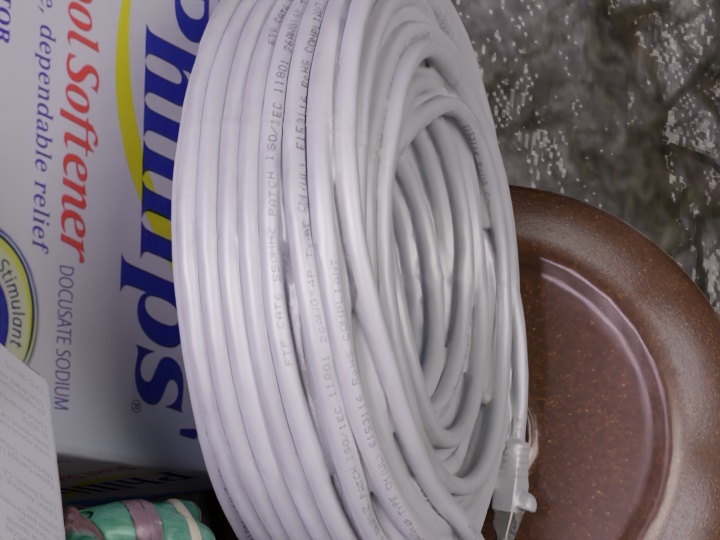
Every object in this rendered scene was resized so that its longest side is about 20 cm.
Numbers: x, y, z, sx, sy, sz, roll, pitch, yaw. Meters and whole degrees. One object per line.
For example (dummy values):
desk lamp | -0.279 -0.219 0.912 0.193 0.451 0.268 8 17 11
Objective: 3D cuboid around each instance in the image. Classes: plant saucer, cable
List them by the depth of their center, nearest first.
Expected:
cable | 0.000 0.000 0.866 0.200 0.069 0.202 41 47 -65
plant saucer | 0.042 0.061 0.966 0.199 0.037 0.202 -1 75 5

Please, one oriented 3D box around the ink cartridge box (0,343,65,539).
ink cartridge box | -0.149 0.140 0.703 0.043 0.198 0.201 35 22 -27

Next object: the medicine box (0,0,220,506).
medicine box | -0.125 -0.027 0.869 0.199 0.103 0.184 12 74 -44

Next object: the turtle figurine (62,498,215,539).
turtle figurine | -0.097 0.119 0.794 0.101 0.199 0.150 48 55 -32
